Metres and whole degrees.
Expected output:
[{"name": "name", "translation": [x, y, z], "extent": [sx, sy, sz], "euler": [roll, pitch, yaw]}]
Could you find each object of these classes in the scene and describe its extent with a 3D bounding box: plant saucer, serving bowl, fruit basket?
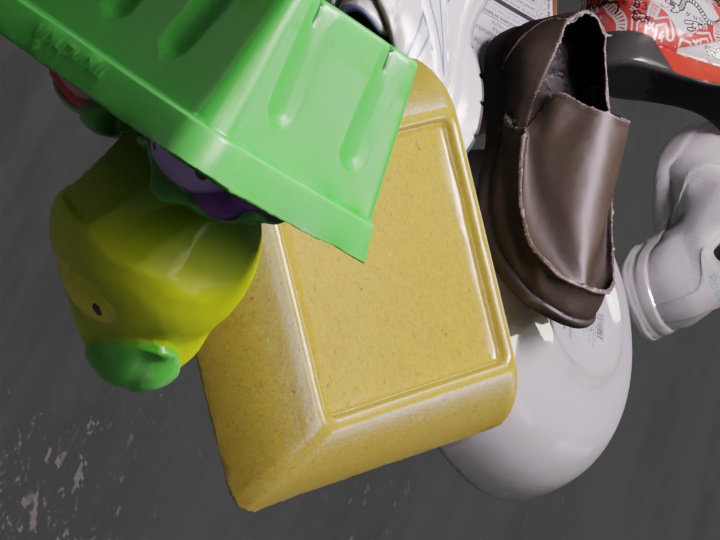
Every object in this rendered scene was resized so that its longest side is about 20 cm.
[{"name": "plant saucer", "translation": [0.000, 0.000, 1.490], "extent": [0.199, 0.048, 0.201], "euler": [-16, 93, -42]}, {"name": "serving bowl", "translation": [0.097, 0.025, 1.654], "extent": [0.200, 0.066, 0.201], "euler": [25, 59, -51]}, {"name": "fruit basket", "translation": [-0.093, -0.050, 1.327], "extent": [0.155, 0.215, 0.217], "euler": [30, 55, -48]}]

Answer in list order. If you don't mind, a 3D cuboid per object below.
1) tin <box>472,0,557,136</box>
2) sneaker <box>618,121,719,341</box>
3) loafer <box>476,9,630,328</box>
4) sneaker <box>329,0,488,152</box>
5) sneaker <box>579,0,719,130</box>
[{"name": "tin", "translation": [0.071, -0.177, 1.715], "extent": [0.112, 0.042, 0.201], "euler": [21, 62, -47]}, {"name": "sneaker", "translation": [0.226, -0.029, 1.841], "extent": [0.075, 0.088, 0.200], "euler": [58, 33, -24]}, {"name": "loafer", "translation": [0.107, -0.063, 1.601], "extent": [0.073, 0.071, 0.201], "euler": [18, 50, -32]}, {"name": "sneaker", "translation": [0.026, -0.152, 1.609], "extent": [0.087, 0.074, 0.201], "euler": [28, 55, -43]}, {"name": "sneaker", "translation": [0.220, -0.151, 1.864], "extent": [0.201, 0.067, 0.108], "euler": [13, 65, -33]}]
